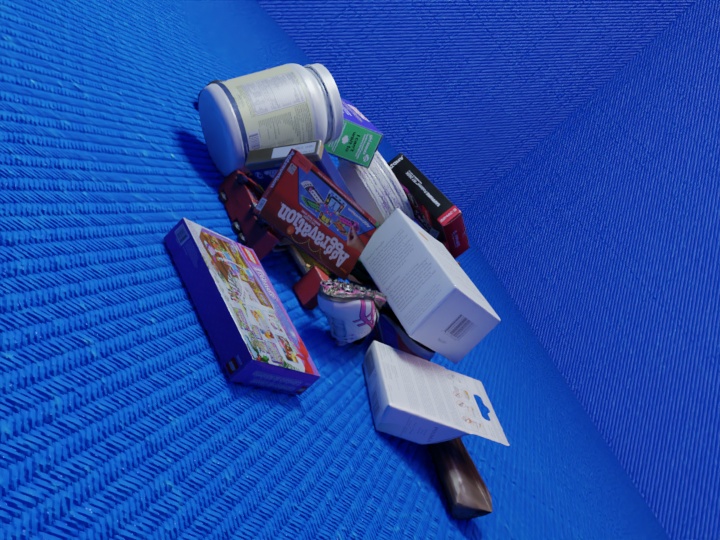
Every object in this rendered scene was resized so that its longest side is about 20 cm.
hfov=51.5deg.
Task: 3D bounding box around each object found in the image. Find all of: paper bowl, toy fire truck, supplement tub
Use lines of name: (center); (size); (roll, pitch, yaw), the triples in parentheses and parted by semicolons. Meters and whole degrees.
paper bowl: (0.015, -0.154, 1.502); (0.203, 0.103, 0.201); (58, -4, 7)
toy fire truck: (-0.126, -0.047, 1.101); (0.140, 0.049, 0.202); (35, 20, -51)
supplement tub: (-0.139, -0.238, 1.168); (0.145, 0.196, 0.148); (46, -32, 41)

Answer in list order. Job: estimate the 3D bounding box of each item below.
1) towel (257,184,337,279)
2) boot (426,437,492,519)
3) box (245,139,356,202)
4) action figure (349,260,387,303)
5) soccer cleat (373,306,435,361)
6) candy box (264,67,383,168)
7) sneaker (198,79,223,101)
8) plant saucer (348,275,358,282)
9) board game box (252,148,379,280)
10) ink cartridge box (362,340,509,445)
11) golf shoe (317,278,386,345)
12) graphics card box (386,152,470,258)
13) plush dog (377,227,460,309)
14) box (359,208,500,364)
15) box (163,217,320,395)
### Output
towel: (-0.112, -0.060, 1.243); (0.201, 0.023, 0.143); (52, 14, 8)
boot: (0.158, 0.288, 1.113); (0.184, 0.065, 0.202); (19, 28, -41)
box: (-0.077, -0.115, 1.136); (0.201, 0.118, 0.033); (55, 37, -52)
action figure: (0.000, 0.000, 1.280); (0.199, 0.055, 0.119); (41, 15, -19)
soccer cleat: (0.051, 0.115, 1.252); (0.067, 0.074, 0.200); (23, 10, -35)
candy box: (-0.079, -0.282, 1.379); (0.196, 0.078, 0.170); (13, 25, -34)
sneaker: (-0.215, -0.252, 1.336); (0.199, 0.076, 0.091); (40, 21, -5)
plant saucer: (-0.020, -0.036, 1.464); (0.201, 0.032, 0.201); (48, 13, -14)
board game box: (-0.059, -0.075, 1.074); (0.019, 0.104, 0.199); (28, -7, 46)
ink cartridge box: (0.104, 0.192, 1.087); (0.196, 0.051, 0.162); (24, 22, -18)
golf shoe: (-0.014, 0.066, 1.073); (0.071, 0.095, 0.199); (16, -2, 20)
graphics card box: (0.131, -0.126, 1.466); (0.201, 0.050, 0.126); (52, -6, 32)
plush dog: (0.102, 0.017, 1.458); (0.172, 0.156, 0.206); (119, -38, -74)
box: (0.107, 0.026, 1.206); (0.151, 0.106, 0.201); (32, 18, -45)
box: (-0.135, 0.043, 0.852); (0.136, 0.039, 0.202); (28, 26, -58)
